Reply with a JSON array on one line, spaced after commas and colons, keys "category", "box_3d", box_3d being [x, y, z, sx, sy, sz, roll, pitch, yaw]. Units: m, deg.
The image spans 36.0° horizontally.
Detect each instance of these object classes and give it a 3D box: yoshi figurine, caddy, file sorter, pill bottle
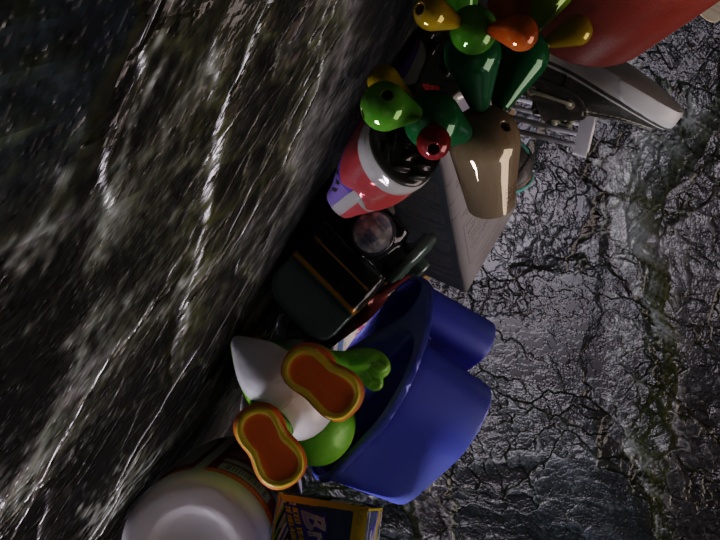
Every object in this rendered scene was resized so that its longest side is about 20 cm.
[{"category": "yoshi figurine", "box_3d": [-0.035, 0.101, 0.779, 0.200, 0.110, 0.114, -172, -97, -85]}, {"category": "caddy", "box_3d": [0.023, 0.096, 0.895, 0.200, 0.104, 0.143, -52, -161, 42]}, {"category": "file sorter", "box_3d": [0.174, -0.208, 1.032, 0.200, 0.123, 0.141, -50, 153, -66]}, {"category": "pill bottle", "box_3d": [-0.102, 0.187, 0.841, 0.111, 0.109, 0.200, -58, 176, 5]}]

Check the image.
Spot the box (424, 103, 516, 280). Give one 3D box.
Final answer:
[{"category": "box", "box_3d": [0.097, -0.064, 1.161, 0.201, 0.021, 0.164, -57, 169, -22]}]

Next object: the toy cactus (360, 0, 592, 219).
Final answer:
[{"category": "toy cactus", "box_3d": [0.079, -0.110, 0.660, 0.200, 0.101, 0.167, -50, 139, -42]}]

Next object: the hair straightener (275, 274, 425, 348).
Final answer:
[{"category": "hair straightener", "box_3d": [0.000, 0.000, 0.967, 0.199, 0.077, 0.041, -36, 153, -30]}]

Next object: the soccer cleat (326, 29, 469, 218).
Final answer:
[{"category": "soccer cleat", "box_3d": [0.039, -0.111, 0.752, 0.073, 0.068, 0.201, -33, -162, 46]}]

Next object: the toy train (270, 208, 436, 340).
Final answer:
[{"category": "toy train", "box_3d": [-0.008, -0.005, 0.823, 0.114, 0.085, 0.200, -45, 179, 0]}]

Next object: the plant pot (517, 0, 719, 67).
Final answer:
[{"category": "plant pot", "box_3d": [0.191, -0.246, 0.755, 0.202, 0.200, 0.195, -56, -176, -20]}]

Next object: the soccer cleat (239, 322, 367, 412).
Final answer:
[{"category": "soccer cleat", "box_3d": [-0.039, 0.063, 0.982, 0.202, 0.069, 0.087, -59, 170, -16]}]

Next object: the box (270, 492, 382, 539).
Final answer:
[{"category": "box", "box_3d": [-0.022, 0.198, 0.794, 0.200, 0.063, 0.071, 71, 27, -77]}]

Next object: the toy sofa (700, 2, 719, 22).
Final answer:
[{"category": "toy sofa", "box_3d": [0.264, -0.311, 0.996, 0.099, 0.198, 0.083, -66, 173, 27]}]

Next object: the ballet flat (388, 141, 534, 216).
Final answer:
[{"category": "ballet flat", "box_3d": [0.064, -0.082, 1.037, 0.198, 0.069, 0.069, -24, -144, 19]}]

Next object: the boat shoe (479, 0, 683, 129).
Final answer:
[{"category": "boat shoe", "box_3d": [0.163, -0.155, 0.902, 0.071, 0.198, 0.064, -66, -178, -64]}]

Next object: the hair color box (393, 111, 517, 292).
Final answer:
[{"category": "hair color box", "box_3d": [0.074, -0.080, 0.888, 0.100, 0.060, 0.201, -57, 155, -22]}]
